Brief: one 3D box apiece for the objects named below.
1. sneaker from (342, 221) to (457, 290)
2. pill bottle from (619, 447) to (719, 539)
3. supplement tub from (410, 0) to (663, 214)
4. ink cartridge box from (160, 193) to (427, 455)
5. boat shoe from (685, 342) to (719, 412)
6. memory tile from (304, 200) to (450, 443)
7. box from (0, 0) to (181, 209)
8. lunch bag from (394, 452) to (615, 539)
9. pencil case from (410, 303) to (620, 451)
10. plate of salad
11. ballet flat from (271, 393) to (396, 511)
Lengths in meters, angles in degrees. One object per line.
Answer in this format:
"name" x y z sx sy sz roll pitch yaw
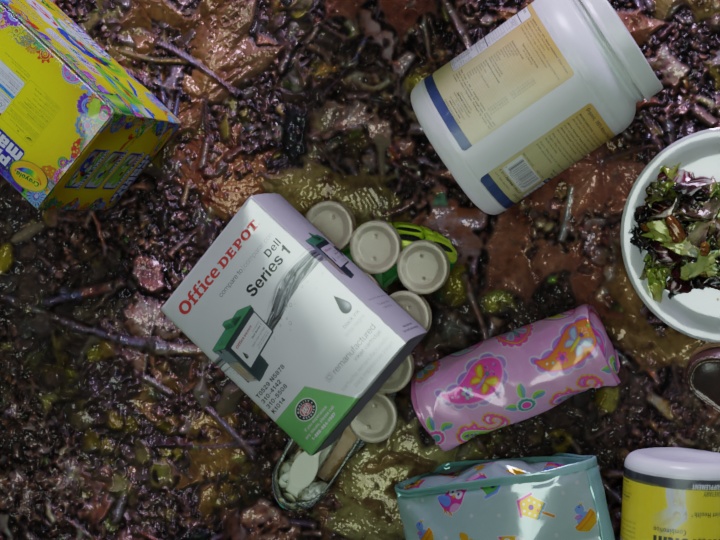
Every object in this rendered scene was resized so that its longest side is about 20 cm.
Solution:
"sneaker" 0.000 0.000 1.557 0.198 0.074 0.084 -5 105 16
"pill bottle" 0.293 0.270 1.474 0.111 0.112 0.202 3 93 13
"supplement tub" 0.162 -0.161 1.469 0.199 0.144 0.145 -34 85 12
"ink cartridge box" -0.063 0.046 1.475 0.200 0.084 0.146 42 103 9
"boat shoe" 0.392 0.123 1.463 0.198 0.070 0.071 17 115 14
"memory tile" -0.010 0.048 1.512 0.152 0.017 0.202 21 100 14
"box" -0.308 -0.169 1.551 0.200 0.193 0.122 43 100 8
"lunch bag" 0.149 0.260 1.490 0.199 0.122 0.172 -11 90 31
"pencil case" 0.145 0.103 1.519 0.199 0.087 0.088 -24 87 14
"plate of salad" 0.340 -0.032 1.483 0.198 0.048 0.202 1 93 13
"ballet flat" -0.023 0.153 1.565 0.072 0.072 0.201 33 99 9
